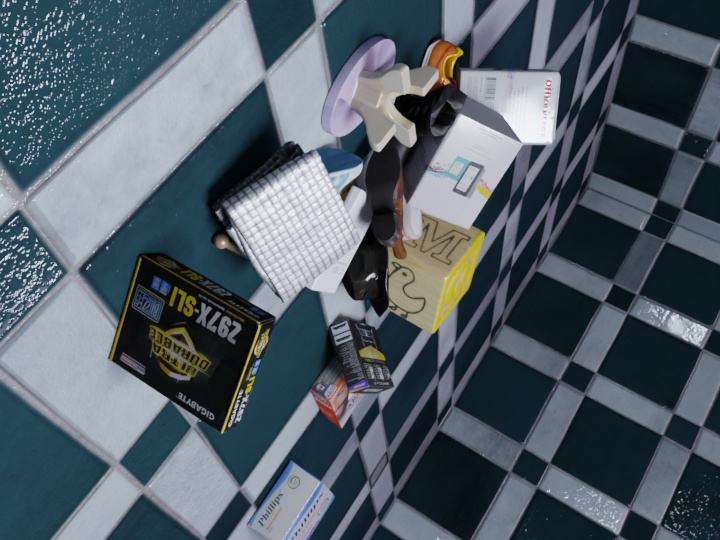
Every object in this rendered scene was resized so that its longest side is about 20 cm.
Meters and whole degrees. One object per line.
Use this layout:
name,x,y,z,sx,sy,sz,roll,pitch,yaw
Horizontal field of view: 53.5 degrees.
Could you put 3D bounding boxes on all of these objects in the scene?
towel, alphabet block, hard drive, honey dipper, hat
towel,-0.109,-0.074,1.061,0.165,0.086,0.201,-36,131,-8
alphabet block,0.141,-0.015,1.635,0.196,0.199,0.196,-46,154,-38
hard drive,-0.033,-0.054,1.347,0.201,0.027,0.132,-63,163,4
honey dipper,-0.174,-0.023,1.135,0.038,0.038,0.200,-61,157,-4
hat,0.000,0.000,1.480,0.080,0.201,0.202,-6,134,-13

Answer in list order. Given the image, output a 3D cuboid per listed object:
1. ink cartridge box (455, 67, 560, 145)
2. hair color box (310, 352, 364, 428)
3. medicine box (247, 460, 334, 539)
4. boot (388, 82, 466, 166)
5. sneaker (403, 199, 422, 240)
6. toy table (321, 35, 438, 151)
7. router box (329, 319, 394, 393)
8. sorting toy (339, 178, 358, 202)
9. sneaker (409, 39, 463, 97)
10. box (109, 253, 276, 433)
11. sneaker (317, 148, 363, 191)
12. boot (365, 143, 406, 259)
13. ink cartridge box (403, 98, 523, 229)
ink cartridge box,0.294,-0.336,1.462,0.083,0.198,0.147,-89,180,-70
hair color box,-0.053,0.297,1.753,0.111,0.064,0.200,-54,156,-21
medicine box,-0.167,0.599,1.788,0.183,0.102,0.200,-55,158,-19
boot,0.108,-0.253,1.317,0.065,0.200,0.166,17,92,-24
sneaker,0.077,-0.157,1.524,0.075,0.104,0.202,18,69,-48
toy table,0.037,-0.292,1.194,0.201,0.117,0.184,-58,158,-9
router box,0.006,0.203,1.660,0.052,0.158,0.200,-22,164,14
sorting toy,-0.048,-0.079,1.356,0.186,0.036,0.200,-57,158,-15
sneaker,0.146,-0.354,1.428,0.073,0.077,0.201,-32,145,-55
box,-0.221,0.091,0.930,0.049,0.199,0.161,-10,125,-66
sneaker,-0.074,-0.136,1.183,0.200,0.076,0.081,-36,145,-33
boot,0.067,-0.128,1.371,0.200,0.068,0.190,28,54,-75
ink cartridge box,0.183,-0.215,1.382,0.201,0.145,0.147,-60,-158,27
